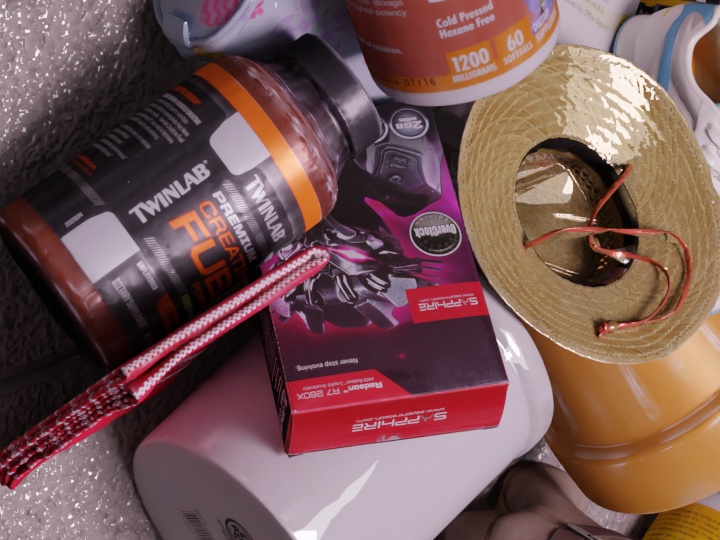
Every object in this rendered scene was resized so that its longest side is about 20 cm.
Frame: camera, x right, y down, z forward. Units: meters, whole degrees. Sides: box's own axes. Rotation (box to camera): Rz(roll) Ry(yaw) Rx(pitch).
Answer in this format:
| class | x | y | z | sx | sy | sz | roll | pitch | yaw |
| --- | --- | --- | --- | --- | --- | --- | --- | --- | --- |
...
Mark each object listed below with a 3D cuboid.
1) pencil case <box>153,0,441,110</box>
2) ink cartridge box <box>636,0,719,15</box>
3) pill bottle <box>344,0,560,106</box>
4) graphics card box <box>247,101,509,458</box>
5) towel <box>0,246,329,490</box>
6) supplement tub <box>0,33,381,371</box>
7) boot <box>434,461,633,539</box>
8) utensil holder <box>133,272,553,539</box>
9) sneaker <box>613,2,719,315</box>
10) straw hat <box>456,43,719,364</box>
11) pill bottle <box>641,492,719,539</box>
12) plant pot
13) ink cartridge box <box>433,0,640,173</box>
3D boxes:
| class | x | y | z | sx | sy | sz | roll | pitch | yaw |
| --- | --- | --- | --- | --- | --- | --- | --- | --- | --- |
| pencil case | -0.029 | -0.142 | 1.238 | 0.200 | 0.083 | 0.091 | 19 | 114 | -50 |
| ink cartridge box | 0.241 | -0.164 | 1.463 | 0.084 | 0.175 | 0.201 | 11 | 94 | -50 |
| pill bottle | 0.031 | -0.196 | 1.135 | 0.112 | 0.112 | 0.200 | -45 | 131 | -30 |
| graphics card box | 0.000 | 0.000 | 1.212 | 0.125 | 0.200 | 0.051 | -7 | 148 | -10 |
| towel | -0.110 | 0.054 | 1.144 | 0.144 | 0.200 | 0.023 | -34 | 90 | -35 |
| supplement tub | -0.087 | -0.043 | 1.146 | 0.200 | 0.107 | 0.107 | -37 | 130 | -11 |
| boot | 0.146 | 0.190 | 1.495 | 0.200 | 0.146 | 0.070 | -8 | 106 | -47 |
| utensil holder | -0.010 | 0.100 | 1.273 | 0.200 | 0.170 | 0.170 | -42 | 131 | -30 |
| sneaker | 0.212 | -0.071 | 1.365 | 0.076 | 0.081 | 0.201 | -5 | 87 | -39 |
| straw hat | 0.122 | -0.031 | 1.316 | 0.200 | 0.085 | 0.202 | 6 | 77 | -27 |
| pill bottle | 0.265 | 0.243 | 1.674 | 0.200 | 0.113 | 0.113 | -51 | 135 | -25 |
| plant pot | 0.184 | 0.033 | 1.470 | 0.183 | 0.200 | 0.200 | 51 | 64 | -27 |
| ink cartridge box | 0.104 | -0.174 | 1.375 | 0.145 | 0.083 | 0.201 | 26 | 83 | -49 |
